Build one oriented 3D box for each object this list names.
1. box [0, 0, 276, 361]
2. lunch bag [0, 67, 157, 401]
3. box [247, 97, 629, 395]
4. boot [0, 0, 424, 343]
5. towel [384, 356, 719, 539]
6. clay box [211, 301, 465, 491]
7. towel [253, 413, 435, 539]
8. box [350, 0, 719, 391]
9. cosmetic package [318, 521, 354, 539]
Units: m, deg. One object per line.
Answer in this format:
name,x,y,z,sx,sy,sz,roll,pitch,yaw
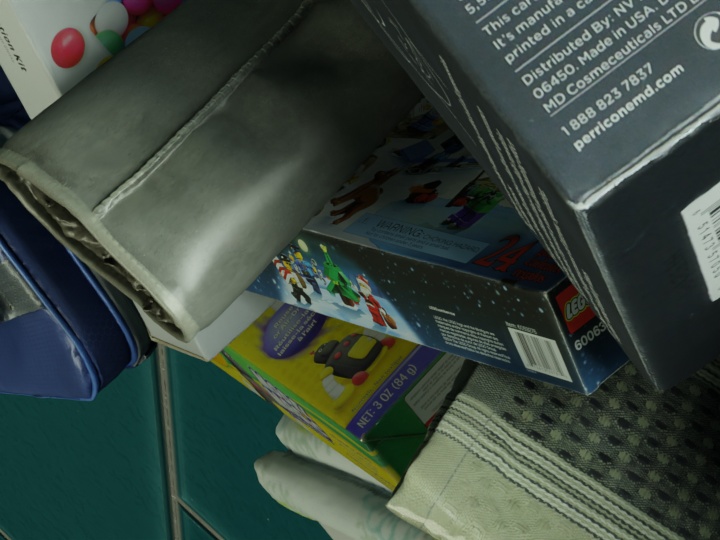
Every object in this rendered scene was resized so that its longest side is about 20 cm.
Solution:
box,-0.049,-0.095,0.983,0.041,0.156,0.201,17,141,50
lunch bag,-0.146,-0.017,1.323,0.136,0.132,0.200,55,158,-15
box,0.050,-0.032,0.922,0.200,0.136,0.038,15,137,53
boot,0.009,-0.057,0.875,0.181,0.200,0.073,29,151,40
towel,0.114,0.078,0.892,0.199,0.193,0.035,34,124,3
clay box,0.000,0.000,1.068,0.048,0.115,0.200,49,169,-35
towel,0.076,0.108,1.109,0.171,0.048,0.200,17,180,-38
box,0.053,-0.092,0.765,0.200,0.107,0.148,53,179,23
cosmetic package,0.067,0.143,1.253,0.200,0.082,0.051,51,158,-4
